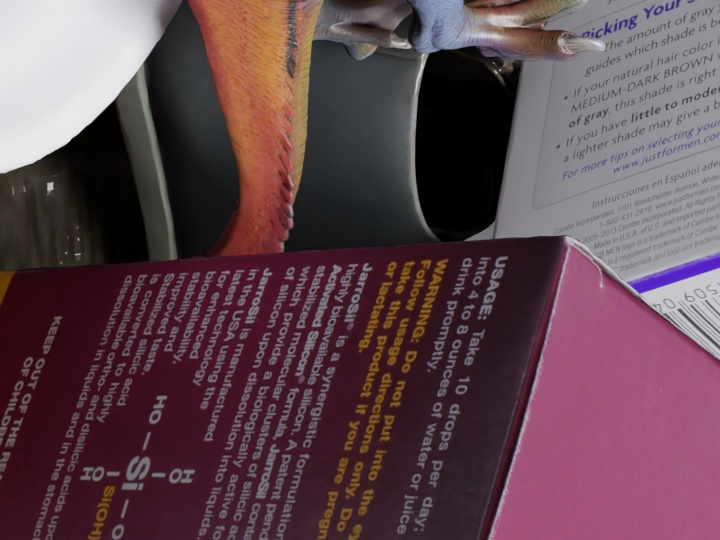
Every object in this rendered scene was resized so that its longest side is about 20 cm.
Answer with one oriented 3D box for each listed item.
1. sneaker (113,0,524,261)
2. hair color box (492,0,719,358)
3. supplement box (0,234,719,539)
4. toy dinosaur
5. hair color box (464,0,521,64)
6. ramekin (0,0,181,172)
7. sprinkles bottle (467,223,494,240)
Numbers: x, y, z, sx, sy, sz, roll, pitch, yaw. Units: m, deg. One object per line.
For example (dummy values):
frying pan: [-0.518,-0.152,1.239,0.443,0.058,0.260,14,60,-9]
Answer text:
sneaker: [0.000,0.000,0.794,0.075,0.106,0.201,-48,140,-28]
hair color box: [0.101,-0.063,0.726,0.065,0.109,0.201,39,47,-36]
supplement box: [-0.003,0.057,0.673,0.110,0.199,0.086,36,64,-38]
toy dinosaur: [-0.015,-0.096,0.623,0.181,0.105,0.201,34,84,-51]
hair color box: [0.096,-0.059,0.895,0.199,0.101,0.062,26,76,-38]
ramekin: [-0.100,-0.131,0.625,0.201,0.097,0.201,-53,153,-43]
sprinkles bottle: [0.103,0.035,0.928,0.199,0.068,0.069,23,79,-38]
